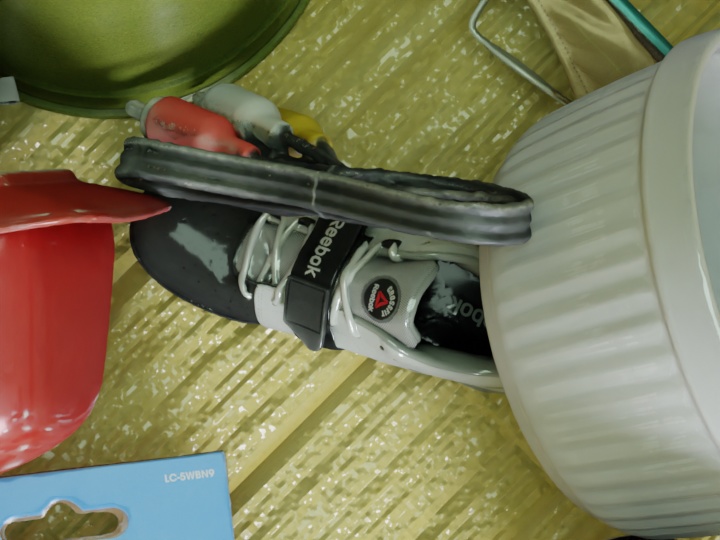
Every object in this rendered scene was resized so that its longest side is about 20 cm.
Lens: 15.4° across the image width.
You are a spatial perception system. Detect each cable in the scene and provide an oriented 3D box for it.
[{"bbox_3d":[-0.021,-0.045,1.038,0.097,0.200,0.051,3,95,-39],"label":"cable"}]

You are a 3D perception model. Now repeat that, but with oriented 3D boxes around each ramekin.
[{"bbox_3d":[0.132,0.012,1.060,0.105,0.200,0.201,-16,90,30],"label":"ramekin"}]

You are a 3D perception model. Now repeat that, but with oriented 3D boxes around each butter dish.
[{"bbox_3d":[-0.177,0.040,1.030,0.199,0.199,0.149,-5,91,6],"label":"butter dish"}]

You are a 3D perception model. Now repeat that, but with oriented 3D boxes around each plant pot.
[{"bbox_3d":[-0.103,-0.168,1.050,0.199,0.193,0.202,0,89,-3],"label":"plant pot"}]

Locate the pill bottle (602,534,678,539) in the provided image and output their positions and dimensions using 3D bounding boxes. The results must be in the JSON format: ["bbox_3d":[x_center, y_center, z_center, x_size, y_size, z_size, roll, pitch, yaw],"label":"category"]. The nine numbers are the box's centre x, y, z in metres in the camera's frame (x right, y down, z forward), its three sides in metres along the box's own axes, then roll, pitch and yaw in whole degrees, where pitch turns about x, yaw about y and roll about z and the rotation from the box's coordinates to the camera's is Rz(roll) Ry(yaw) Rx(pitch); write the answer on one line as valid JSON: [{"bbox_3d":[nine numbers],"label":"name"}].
[{"bbox_3d":[0.118,0.164,1.050,0.112,0.200,0.113,0,89,-3],"label":"pill bottle"}]

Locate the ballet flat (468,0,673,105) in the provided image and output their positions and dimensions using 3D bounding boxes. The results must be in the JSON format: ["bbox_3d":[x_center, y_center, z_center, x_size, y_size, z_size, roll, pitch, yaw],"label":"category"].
[{"bbox_3d":[0.059,-0.135,1.123,0.063,0.069,0.200,-39,89,12],"label":"ballet flat"}]

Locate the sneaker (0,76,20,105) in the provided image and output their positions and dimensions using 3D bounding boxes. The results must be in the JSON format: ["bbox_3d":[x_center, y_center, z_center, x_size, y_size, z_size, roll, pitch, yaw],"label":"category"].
[{"bbox_3d":[-0.173,-0.084,1.049,0.082,0.200,0.075,6,77,-12],"label":"sneaker"}]

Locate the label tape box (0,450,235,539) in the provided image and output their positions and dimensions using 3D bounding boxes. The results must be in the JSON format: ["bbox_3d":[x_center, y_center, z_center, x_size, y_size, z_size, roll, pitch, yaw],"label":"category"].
[{"bbox_3d":[-0.113,0.181,1.106,0.143,0.063,0.201,-6,89,-2],"label":"label tape box"}]

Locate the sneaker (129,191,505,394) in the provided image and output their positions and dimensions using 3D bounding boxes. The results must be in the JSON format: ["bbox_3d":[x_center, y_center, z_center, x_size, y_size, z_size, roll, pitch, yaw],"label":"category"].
[{"bbox_3d":[0.000,0.000,1.105,0.199,0.089,0.074,16,90,-1],"label":"sneaker"}]
